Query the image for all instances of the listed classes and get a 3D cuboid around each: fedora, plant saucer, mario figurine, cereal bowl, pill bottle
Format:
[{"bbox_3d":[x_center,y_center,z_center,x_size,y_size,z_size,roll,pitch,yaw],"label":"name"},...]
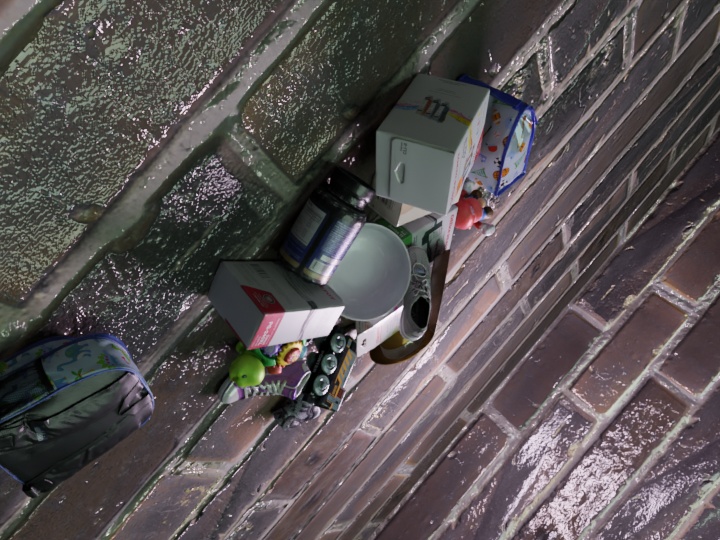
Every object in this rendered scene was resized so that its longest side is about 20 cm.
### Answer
[{"bbox_3d":[0.091,0.145,1.321,0.200,0.200,0.082,-37,114,-19],"label":"fedora"},{"bbox_3d":[0.177,0.045,1.254,0.200,0.036,0.203,12,90,-82],"label":"plant saucer"},{"bbox_3d":[0.285,-0.155,1.294,0.200,0.122,0.107,-30,140,-63],"label":"mario figurine"},{"bbox_3d":[0.000,0.000,1.105,0.197,0.083,0.203,-1,95,-16],"label":"cereal bowl"},{"bbox_3d":[-0.059,-0.081,0.968,0.111,0.112,0.201,14,113,-56],"label":"pill bottle"}]

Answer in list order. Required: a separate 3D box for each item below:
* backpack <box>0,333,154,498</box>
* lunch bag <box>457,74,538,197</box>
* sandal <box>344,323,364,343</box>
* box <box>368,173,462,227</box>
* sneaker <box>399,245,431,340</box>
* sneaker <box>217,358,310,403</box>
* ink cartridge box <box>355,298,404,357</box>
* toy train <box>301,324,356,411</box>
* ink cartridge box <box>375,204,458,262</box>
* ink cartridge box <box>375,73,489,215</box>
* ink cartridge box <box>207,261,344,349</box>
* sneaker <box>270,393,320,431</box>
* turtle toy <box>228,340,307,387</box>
[{"bbox_3d":[-0.417,0.183,0.759,0.199,0.147,0.184,-29,143,-24],"label":"backpack"},{"bbox_3d":[0.268,-0.289,1.106,0.124,0.170,0.201,-39,147,-22],"label":"lunch bag"},{"bbox_3d":[-0.004,0.178,1.373,0.199,0.055,0.082,-20,138,-40],"label":"sandal"},{"bbox_3d":[0.121,-0.171,1.121,0.199,0.095,0.078,-26,142,-37],"label":"box"},{"bbox_3d":[0.127,0.045,1.128,0.074,0.203,0.082,3,170,-17],"label":"sneaker"},{"bbox_3d":[-0.198,0.245,1.142,0.199,0.114,0.073,-29,145,-29],"label":"sneaker"},{"bbox_3d":[0.054,0.099,1.209,0.199,0.068,0.117,-32,152,-21],"label":"ink cartridge box"},{"bbox_3d":[-0.071,0.233,1.254,0.114,0.085,0.202,42,59,-36],"label":"toy train"},{"bbox_3d":[0.124,-0.075,1.236,0.199,0.083,0.148,-32,145,-27],"label":"ink cartridge box"},{"bbox_3d":[0.128,-0.228,0.956,0.201,0.143,0.146,-58,159,-34],"label":"ink cartridge box"},{"bbox_3d":[-0.149,0.055,0.966,0.199,0.145,0.084,-1,127,-50],"label":"ink cartridge box"},{"bbox_3d":[-0.163,0.329,1.313,0.113,0.075,0.201,-31,143,-24],"label":"sneaker"},{"bbox_3d":[-0.182,0.156,1.077,0.199,0.101,0.147,-32,145,-27],"label":"turtle toy"}]
